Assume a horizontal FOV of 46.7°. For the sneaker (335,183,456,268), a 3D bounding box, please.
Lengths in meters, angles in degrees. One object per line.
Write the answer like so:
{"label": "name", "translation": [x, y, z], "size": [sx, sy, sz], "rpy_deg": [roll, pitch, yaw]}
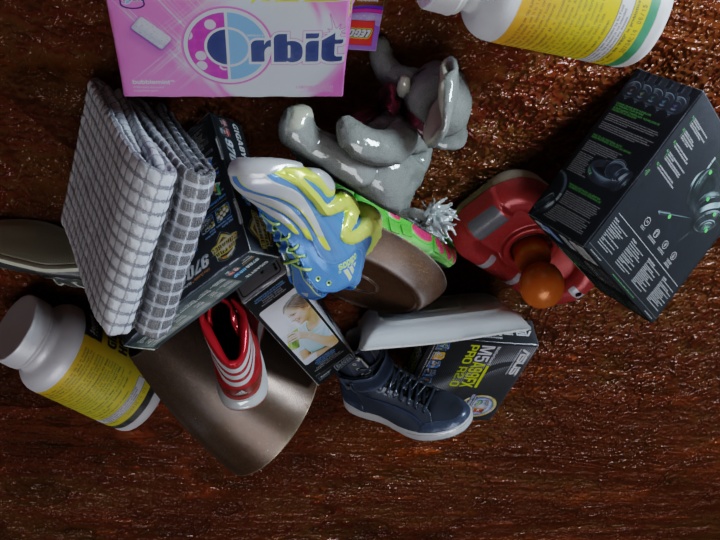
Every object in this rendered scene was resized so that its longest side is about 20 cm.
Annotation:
{"label": "sneaker", "translation": [0.025, -0.039, 0.947], "size": [0.198, 0.078, 0.083], "rpy_deg": [30, 128, -33]}

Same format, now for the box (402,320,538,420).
{"label": "box", "translation": [0.146, 0.144, 1.204], "size": [0.156, 0.045, 0.202], "rpy_deg": [6, 138, -14]}

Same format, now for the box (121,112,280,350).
{"label": "box", "translation": [-0.182, -0.037, 0.850], "size": [0.198, 0.162, 0.046], "rpy_deg": [-34, 153, 28]}

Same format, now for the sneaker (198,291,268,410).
{"label": "sneaker", "translation": [-0.144, 0.041, 0.923], "size": [0.077, 0.202, 0.117], "rpy_deg": [-15, 140, -13]}

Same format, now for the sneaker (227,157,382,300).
{"label": "sneaker", "translation": [-0.049, -0.032, 0.768], "size": [0.075, 0.108, 0.198], "rpy_deg": [4, 169, 41]}

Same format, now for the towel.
{"label": "towel", "translation": [-0.208, -0.059, 0.771], "size": [0.084, 0.200, 0.168], "rpy_deg": [4, 119, -34]}

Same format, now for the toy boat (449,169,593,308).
{"label": "toy boat", "translation": [0.200, -0.014, 0.959], "size": [0.198, 0.133, 0.130], "rpy_deg": [28, 130, -34]}

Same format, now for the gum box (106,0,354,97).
{"label": "gum box", "translation": [-0.099, -0.206, 0.674], "size": [0.195, 0.067, 0.115], "rpy_deg": [-1, 142, -7]}

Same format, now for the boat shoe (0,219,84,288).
{"label": "boat shoe", "translation": [-0.332, -0.006, 0.933], "size": [0.196, 0.073, 0.068], "rpy_deg": [9, 134, -22]}

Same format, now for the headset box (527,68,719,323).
{"label": "headset box", "translation": [0.301, -0.080, 0.869], "size": [0.173, 0.093, 0.201], "rpy_deg": [35, 93, -40]}

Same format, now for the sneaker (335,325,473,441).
{"label": "sneaker", "translation": [0.050, 0.149, 1.124], "size": [0.198, 0.077, 0.148], "rpy_deg": [9, 135, 25]}

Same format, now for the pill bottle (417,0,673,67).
{"label": "pill bottle", "translation": [0.150, -0.243, 0.696], "size": [0.195, 0.115, 0.114], "rpy_deg": [7, 139, -15]}

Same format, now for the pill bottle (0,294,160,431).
{"label": "pill bottle", "translation": [-0.348, 0.114, 1.040], "size": [0.111, 0.114, 0.199], "rpy_deg": [-28, 136, 24]}

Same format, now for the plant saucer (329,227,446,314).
{"label": "plant saucer", "translation": [0.000, 0.000, 0.947], "size": [0.196, 0.035, 0.201], "rpy_deg": [19, 159, 8]}

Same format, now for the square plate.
{"label": "square plate", "translation": [0.093, 0.057, 1.025], "size": [0.195, 0.198, 0.029], "rpy_deg": [-7, 97, 0]}

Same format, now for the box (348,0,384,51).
{"label": "box", "translation": [-0.073, -0.259, 0.701], "size": [0.195, 0.040, 0.138], "rpy_deg": [1, 140, -9]}

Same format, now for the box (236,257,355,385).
{"label": "box", "translation": [-0.087, 0.033, 0.969], "size": [0.060, 0.117, 0.201], "rpy_deg": [-33, 141, 0]}

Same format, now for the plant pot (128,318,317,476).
{"label": "plant pot", "translation": [-0.183, 0.122, 1.045], "size": [0.186, 0.189, 0.199], "rpy_deg": [-35, 119, 30]}

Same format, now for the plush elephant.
{"label": "plush elephant", "translation": [0.036, -0.142, 0.783], "size": [0.197, 0.157, 0.165], "rpy_deg": [30, -178, 6]}
